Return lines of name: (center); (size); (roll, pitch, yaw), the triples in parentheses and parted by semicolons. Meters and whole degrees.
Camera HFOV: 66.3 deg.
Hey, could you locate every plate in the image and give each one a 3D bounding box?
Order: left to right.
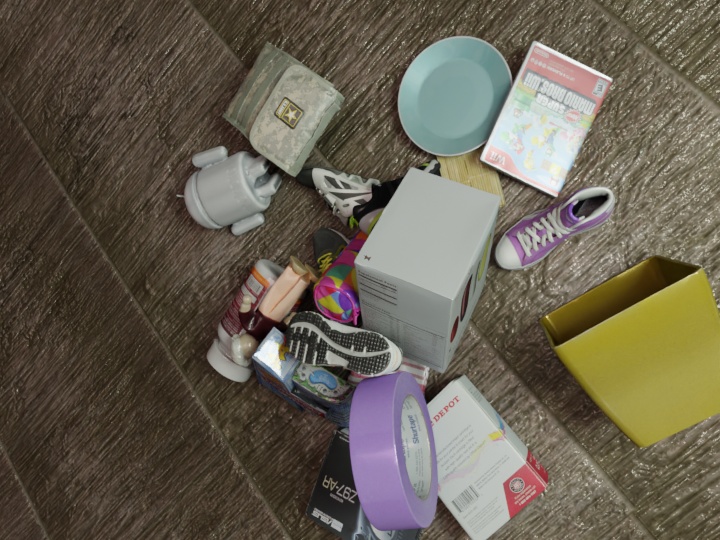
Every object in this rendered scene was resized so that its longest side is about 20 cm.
plate: (0.159, -0.292, 0.934); (0.195, 0.025, 0.206); (-2, 85, 20)

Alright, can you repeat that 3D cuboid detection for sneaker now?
sneaker: (-0.041, 0.010, 0.953); (0.074, 0.084, 0.203); (-37, 66, 27)
sneaker: (-0.037, -0.129, 0.980); (0.196, 0.074, 0.091); (16, 90, 20)
sneaker: (-0.026, 0.114, 0.811); (0.196, 0.080, 0.076); (15, 85, 32)
sneaker: (0.057, -0.130, 0.904); (0.082, 0.072, 0.200); (35, 59, 18)
sneaker: (0.289, -0.069, 0.839); (0.198, 0.114, 0.074); (-33, 78, 16)

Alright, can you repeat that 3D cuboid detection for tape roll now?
tape roll: (0.051, 0.248, 0.767); (0.064, 0.199, 0.206); (-13, 82, 18)

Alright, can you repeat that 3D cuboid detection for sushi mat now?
sushi mat: (0.178, -0.193, 0.940); (0.094, 0.012, 0.205); (-15, 81, 20)

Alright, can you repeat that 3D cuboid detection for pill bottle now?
pill bottle: (-0.191, 0.092, 1.000); (0.109, 0.109, 0.202); (36, 98, 18)

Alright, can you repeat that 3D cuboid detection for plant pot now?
plant pot: (0.385, 0.114, 0.758); (0.198, 0.200, 0.179); (-32, 88, 14)

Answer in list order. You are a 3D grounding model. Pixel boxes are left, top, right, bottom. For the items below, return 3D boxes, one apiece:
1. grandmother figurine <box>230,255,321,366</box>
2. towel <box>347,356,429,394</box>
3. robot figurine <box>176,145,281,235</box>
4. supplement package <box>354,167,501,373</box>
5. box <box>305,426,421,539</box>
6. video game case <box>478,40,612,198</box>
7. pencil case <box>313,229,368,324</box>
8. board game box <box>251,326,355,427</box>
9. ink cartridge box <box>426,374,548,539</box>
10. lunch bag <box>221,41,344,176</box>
grandmother figurine: (-0.151, 0.073, 0.909); (0.202, 0.120, 0.061); (-53, 35, 9)
towel: (0.056, 0.116, 0.953); (0.143, 0.030, 0.206); (9, 89, 21)
robot figurine: (-0.247, -0.149, 1.035); (0.196, 0.114, 0.172); (-19, 113, 17)
supplement package: (0.101, 0.002, 0.818); (0.144, 0.202, 0.193); (21, 59, 19)
box: (0.020, 0.385, 0.939); (0.196, 0.043, 0.164); (22, 93, 20)
video game case: (0.293, -0.239, 0.878); (0.140, 0.017, 0.204); (25, 95, 1)
pencil case: (0.000, 0.000, 0.891); (0.086, 0.201, 0.090); (17, 135, 18)
board game box: (-0.100, 0.182, 0.913); (0.197, 0.201, 0.062); (28, 67, 20)
ink cartridge box: (0.174, 0.290, 0.869); (0.146, 0.083, 0.201); (-44, 74, 13)
lunch bag: (-0.133, -0.283, 0.980); (0.200, 0.117, 0.166); (42, 101, 37)
